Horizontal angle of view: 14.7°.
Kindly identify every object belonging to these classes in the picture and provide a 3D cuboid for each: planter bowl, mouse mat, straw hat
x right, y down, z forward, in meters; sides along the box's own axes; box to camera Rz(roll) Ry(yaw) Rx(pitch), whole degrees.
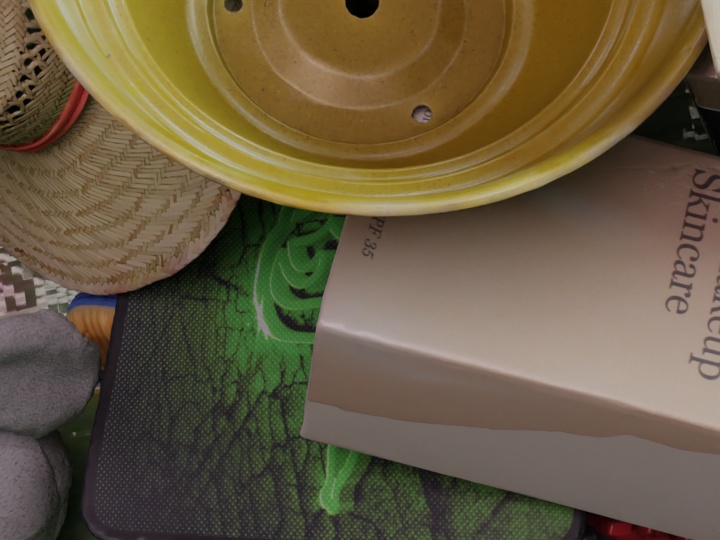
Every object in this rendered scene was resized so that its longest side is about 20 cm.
[{"bbox_3d":[0.002,-0.092,0.784,0.199,0.084,0.202,1,68,-3],"label":"planter bowl"},{"bbox_3d":[0.000,0.000,0.900,0.160,0.008,0.201,1,60,11],"label":"mouse mat"},{"bbox_3d":[-0.122,-0.086,0.872,0.200,0.085,0.202,10,104,43],"label":"straw hat"}]

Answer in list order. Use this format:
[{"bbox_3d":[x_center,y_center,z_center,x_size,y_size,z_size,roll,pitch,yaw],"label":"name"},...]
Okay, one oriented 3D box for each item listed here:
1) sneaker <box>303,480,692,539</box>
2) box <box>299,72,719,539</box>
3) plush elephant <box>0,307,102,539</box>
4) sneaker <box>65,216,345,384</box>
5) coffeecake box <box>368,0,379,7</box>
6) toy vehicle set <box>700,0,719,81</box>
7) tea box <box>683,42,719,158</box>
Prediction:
[{"bbox_3d":[0.071,0.118,0.893,0.199,0.079,0.096,13,112,18],"label":"sneaker"},{"bbox_3d":[0.090,0.020,0.829,0.199,0.078,0.095,13,62,2],"label":"box"},{"bbox_3d":[-0.164,0.052,0.931,0.200,0.154,0.165,-109,35,-49],"label":"plush elephant"},{"bbox_3d":[0.002,0.011,0.940,0.199,0.075,0.089,5,62,12],"label":"sneaker"},{"bbox_3d":[0.036,-0.200,0.927,0.073,0.154,0.200,42,89,22],"label":"coffeecake box"},{"bbox_3d":[0.176,-0.127,0.708,0.199,0.027,0.125,-15,71,12],"label":"toy vehicle set"},{"bbox_3d":[0.214,-0.075,0.829,0.199,0.197,0.134,9,79,16],"label":"tea box"}]
